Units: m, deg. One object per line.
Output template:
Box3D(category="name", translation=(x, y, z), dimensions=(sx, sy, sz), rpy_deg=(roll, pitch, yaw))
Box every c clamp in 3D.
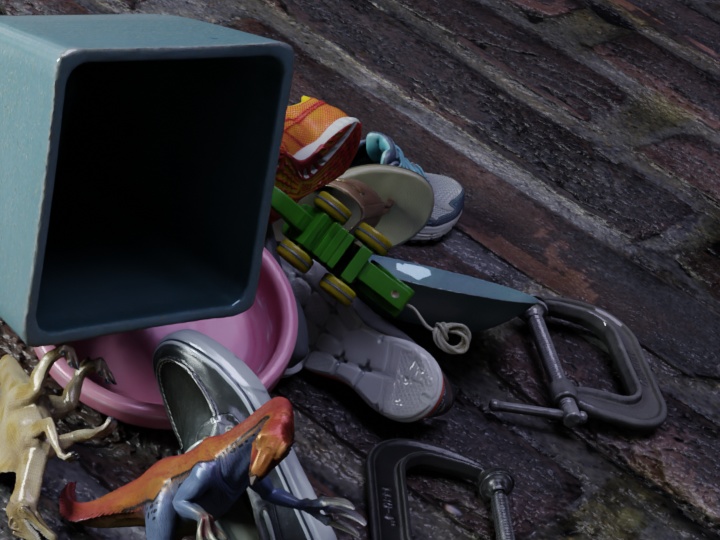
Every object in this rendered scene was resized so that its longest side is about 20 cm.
Box3D(category="c clamp", translation=(0.182, 0.075, 1.614), dimensions=(0.169, 0.027, 0.201), rpy_deg=(16, 29, -13))
Box3D(category="c clamp", translation=(0.083, 0.194, 1.359), dimensions=(0.169, 0.027, 0.201), rpy_deg=(8, 32, -16))

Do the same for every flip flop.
Box3D(category="flip flop", translation=(-0.026, -0.052, 1.628), dimensions=(0.198, 0.082, 0.058), rpy_deg=(3, 13, -24))

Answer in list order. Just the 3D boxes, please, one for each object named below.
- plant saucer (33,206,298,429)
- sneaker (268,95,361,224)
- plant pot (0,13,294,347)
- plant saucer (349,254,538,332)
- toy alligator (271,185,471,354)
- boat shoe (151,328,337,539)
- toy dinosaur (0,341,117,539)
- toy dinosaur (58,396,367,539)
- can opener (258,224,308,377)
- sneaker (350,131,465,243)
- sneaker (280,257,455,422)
Box3D(category="plant saucer", translation=(-0.147, 0.039, 1.374), dimensions=(0.199, 0.051, 0.202), rpy_deg=(8, 48, -9))
Box3D(category="sneaker", translation=(-0.075, -0.087, 1.477), dimensions=(0.077, 0.074, 0.200), rpy_deg=(25, 25, 20))
Box3D(category="plant pot", translation=(-0.193, -0.085, 1.291), dimensions=(0.195, 0.197, 0.199), rpy_deg=(-8, 26, -43))
Box3D(category="plant saucer", translation=(0.048, 0.020, 1.566), dimensions=(0.199, 0.039, 0.201), rpy_deg=(12, 4, -1))
Box3D(category="toy alligator", translation=(0.000, 0.000, 1.446), dimensions=(0.200, 0.059, 0.054), rpy_deg=(38, -5, -8))
Box3D(category="boat shoe", translation=(-0.087, 0.129, 1.244), dimensions=(0.071, 0.072, 0.201), rpy_deg=(-20, 70, -46))
Box3D(category="toy dinosaur", translation=(-0.217, 0.090, 1.244), dimensions=(0.058, 0.101, 0.201), rpy_deg=(45, 15, -38))
Box3D(category="toy dinosaur", translation=(-0.104, 0.135, 1.147), dimensions=(0.199, 0.183, 0.105), rpy_deg=(30, 29, 14))
Box3D(category="can opener", translation=(-0.076, -0.012, 1.470), dimensions=(0.053, 0.067, 0.201), rpy_deg=(9, 58, -42))
Box3D(category="sneaker", translation=(0.026, -0.079, 1.717), dimensions=(0.199, 0.087, 0.078), rpy_deg=(-2, 37, -39))
Box3D(category="sneaker", translation=(-0.005, 0.061, 1.495), dimensions=(0.200, 0.077, 0.082), rpy_deg=(41, 6, 28))
